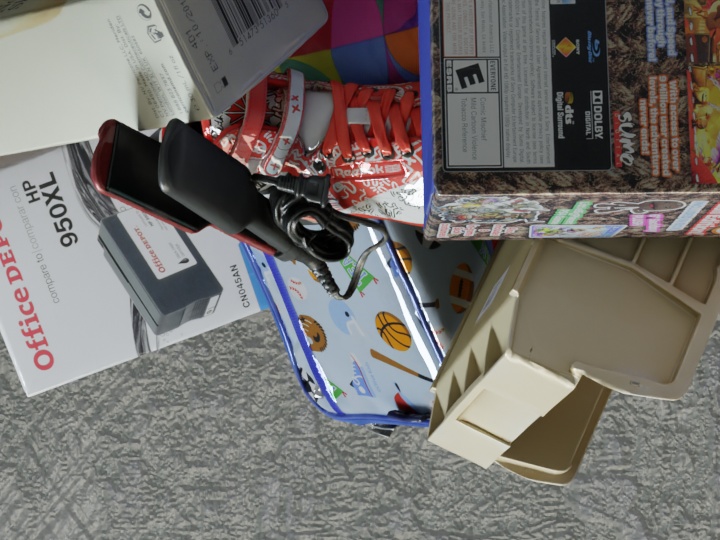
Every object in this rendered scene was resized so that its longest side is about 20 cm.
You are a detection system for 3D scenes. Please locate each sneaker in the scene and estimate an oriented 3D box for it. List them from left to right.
[{"bbox_3d":[-0.006,-0.064,1.038,0.201,0.068,0.108,-5,162,41],"label":"sneaker"}]

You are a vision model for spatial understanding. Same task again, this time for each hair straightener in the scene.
[{"bbox_3d":[-0.042,-0.023,1.016,0.077,0.041,0.200,1,160,30],"label":"hair straightener"}]

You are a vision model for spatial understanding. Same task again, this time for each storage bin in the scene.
[{"bbox_3d":[0.123,-0.005,1.076,0.093,0.199,0.200,26,161,-2],"label":"storage bin"}]

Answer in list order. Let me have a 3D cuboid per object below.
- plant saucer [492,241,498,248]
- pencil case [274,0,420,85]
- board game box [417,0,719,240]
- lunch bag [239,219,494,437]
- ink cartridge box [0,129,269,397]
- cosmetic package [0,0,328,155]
[{"bbox_3d":[0.073,-0.015,1.408,0.200,0.200,0.037,-32,164,-33],"label":"plant saucer"},{"bbox_3d":[-0.017,-0.121,1.115,0.199,0.089,0.088,-5,172,37],"label":"pencil case"},{"bbox_3d":[0.126,-0.101,0.936,0.199,0.160,0.097,0,169,-1],"label":"board game box"},{"bbox_3d":[0.000,0.000,1.218,0.160,0.201,0.075,1,-151,48],"label":"lunch bag"},{"bbox_3d":[-0.137,-0.031,1.299,0.199,0.145,0.084,-21,-159,-5],"label":"ink cartridge box"},{"bbox_3d":[-0.126,-0.114,1.032,0.199,0.071,0.105,-7,-152,39],"label":"cosmetic package"}]
